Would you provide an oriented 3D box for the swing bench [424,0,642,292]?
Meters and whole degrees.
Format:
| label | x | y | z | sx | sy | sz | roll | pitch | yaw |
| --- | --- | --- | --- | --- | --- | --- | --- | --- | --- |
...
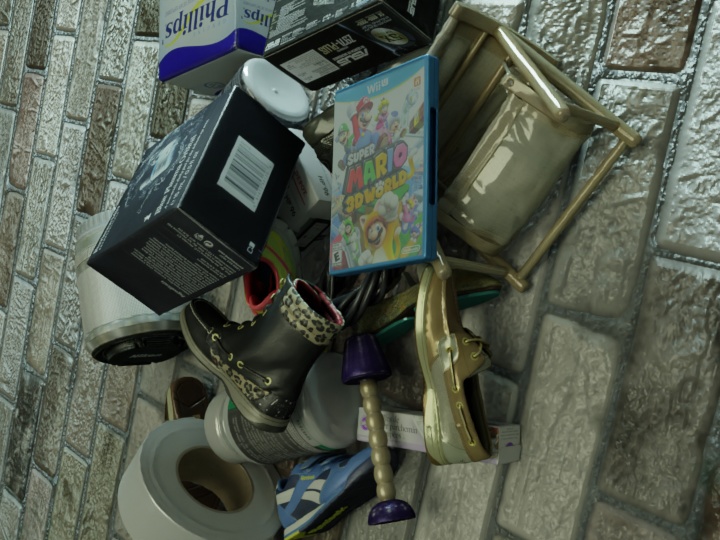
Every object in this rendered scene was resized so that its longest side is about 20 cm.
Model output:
| label | x | y | z | sx | sy | sz | roll | pitch | yaw |
| --- | --- | --- | --- | --- | --- | --- | --- | --- | --- |
| swing bench | 0.127 | -0.120 | 0.906 | 0.199 | 0.130 | 0.200 | -56 | 46 | 26 |

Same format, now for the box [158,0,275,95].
| label | x | y | z | sx | sy | sz | roll | pitch | yaw |
| --- | --- | --- | --- | --- | --- | --- | --- | --- | --- |
| box | -0.184 | -0.364 | 1.251 | 0.184 | 0.105 | 0.200 | -8 | 81 | 45 |

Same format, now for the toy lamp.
| label | x | y | z | sx | sy | sz | roll | pitch | yaw |
| --- | --- | --- | --- | --- | --- | --- | --- | --- | --- |
| toy lamp | 0.016 | 0.167 | 0.977 | 0.058 | 0.058 | 0.200 | -27 | 66 | 40 |

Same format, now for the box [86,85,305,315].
| label | x | y | z | sx | sy | sz | roll | pitch | yaw |
| --- | --- | --- | --- | --- | --- | --- | --- | --- | --- |
| box | -0.192 | -0.079 | 1.072 | 0.200 | 0.117 | 0.197 | -24 | 38 | 42 |

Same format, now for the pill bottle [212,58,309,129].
| label | x | y | z | sx | sy | sz | roll | pitch | yaw |
| --- | --- | --- | --- | --- | --- | --- | --- | --- | --- |
| pill bottle | -0.165 | -0.179 | 1.214 | 0.200 | 0.106 | 0.106 | -41 | 59 | 35 |

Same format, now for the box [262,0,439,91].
| label | x | y | z | sx | sy | sz | roll | pitch | yaw |
| --- | --- | --- | --- | --- | --- | --- | --- | --- | --- |
| box | -0.006 | -0.320 | 1.052 | 0.200 | 0.086 | 0.164 | -12 | 60 | 44 |

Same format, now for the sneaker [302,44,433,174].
| label | x | y | z | sx | sy | sz | roll | pitch | yaw |
| --- | --- | --- | --- | --- | --- | --- | --- | --- | --- |
| sneaker | 0.039 | -0.168 | 1.038 | 0.199 | 0.076 | 0.114 | -35 | 85 | 19 |

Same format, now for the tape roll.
| label | x | y | z | sx | sy | sz | roll | pitch | yaw |
| --- | --- | --- | --- | --- | --- | --- | --- | --- | --- |
| tape roll | -0.195 | 0.279 | 1.132 | 0.203 | 0.202 | 0.071 | 53 | 122 | 34 |

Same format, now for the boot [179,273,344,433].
| label | x | y | z | sx | sy | sz | roll | pitch | yaw |
| --- | --- | --- | --- | --- | --- | --- | --- | --- | --- |
| boot | -0.110 | 0.060 | 1.014 | 0.204 | 0.073 | 0.154 | 47 | 113 | 34 |

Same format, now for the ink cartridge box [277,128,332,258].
| label | x | y | z | sx | sy | sz | roll | pitch | yaw |
| --- | --- | --- | --- | --- | --- | --- | --- | --- | --- |
| ink cartridge box | -0.082 | -0.095 | 1.148 | 0.200 | 0.068 | 0.116 | -42 | 58 | 33 |

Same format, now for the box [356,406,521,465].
| label | x | y | z | sx | sy | sz | roll | pitch | yaw |
| --- | --- | --- | --- | --- | --- | --- | --- | --- | --- |
| box | 0.080 | 0.175 | 0.981 | 0.200 | 0.041 | 0.039 | 0 | 85 | 44 |

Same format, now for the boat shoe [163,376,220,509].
| label | x | y | z | sx | sy | sz | roll | pitch | yaw |
| --- | --- | --- | --- | --- | --- | --- | --- | --- | --- |
| boat shoe | -0.239 | 0.255 | 1.279 | 0.075 | 0.075 | 0.203 | -36 | 55 | 53 |

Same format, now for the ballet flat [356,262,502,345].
| label | x | y | z | sx | sy | sz | roll | pitch | yaw |
| --- | --- | --- | --- | --- | --- | --- | --- | --- | --- |
| ballet flat | 0.065 | 0.026 | 0.991 | 0.200 | 0.071 | 0.071 | -28 | 67 | 43 |

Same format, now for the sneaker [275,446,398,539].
| label | x | y | z | sx | sy | sz | roll | pitch | yaw |
| --- | --- | --- | --- | --- | --- | --- | --- | --- | --- |
| sneaker | -0.037 | 0.246 | 1.069 | 0.200 | 0.074 | 0.082 | -42 | 57 | 33 |

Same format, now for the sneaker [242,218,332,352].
| label | x | y | z | sx | sy | sz | roll | pitch | yaw |
| --- | --- | --- | --- | --- | --- | --- | --- | --- | --- |
| sneaker | -0.101 | 0.042 | 1.099 | 0.078 | 0.090 | 0.200 | -14 | 107 | 28 |

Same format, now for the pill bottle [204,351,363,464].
| label | x | y | z | sx | sy | sz | roll | pitch | yaw |
| --- | --- | --- | --- | --- | --- | --- | --- | --- | --- |
| pill bottle | -0.093 | 0.173 | 1.102 | 0.200 | 0.113 | 0.113 | -22 | 71 | 41 |

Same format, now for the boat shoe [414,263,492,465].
| label | x | y | z | sx | sy | sz | roll | pitch | yaw |
| --- | --- | --- | --- | --- | --- | --- | --- | --- | --- |
| boat shoe | 0.097 | 0.092 | 0.897 | 0.066 | 0.074 | 0.200 | -3 | 96 | 23 |

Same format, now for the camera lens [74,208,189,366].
| label | x | y | z | sx | sy | sz | roll | pitch | yaw |
| --- | --- | --- | --- | --- | --- | --- | --- | --- | --- |
| camera lens | -0.323 | 0.028 | 1.312 | 0.160 | 0.160 | 0.200 | -28 | 67 | 40 |

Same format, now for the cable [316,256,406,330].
| label | x | y | z | sx | sy | sz | roll | pitch | yaw |
| --- | --- | --- | --- | --- | --- | --- | --- | --- | --- |
| cable | 0.000 | 0.000 | 1.032 | 0.200 | 0.051 | 0.163 | -57 | 25 | 8 |

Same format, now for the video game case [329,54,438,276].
| label | x | y | z | sx | sy | sz | roll | pitch | yaw |
| --- | --- | --- | --- | --- | --- | --- | --- | --- | --- |
| video game case | 0.021 | -0.100 | 0.911 | 0.143 | 0.018 | 0.200 | -10 | 75 | 49 |
